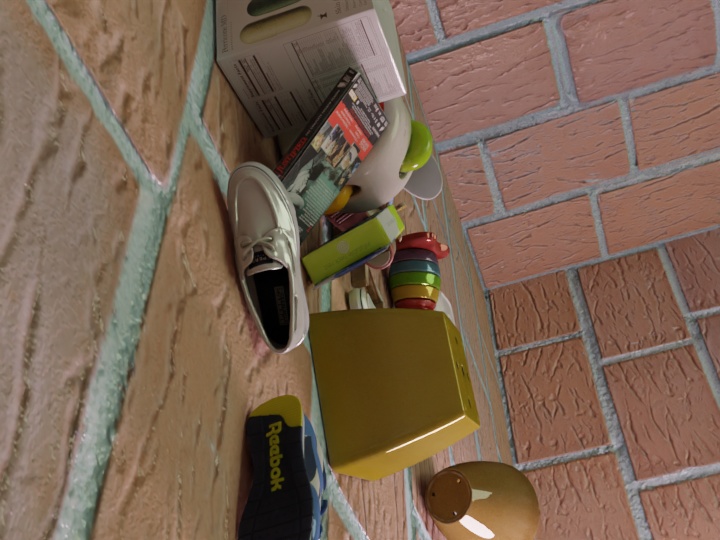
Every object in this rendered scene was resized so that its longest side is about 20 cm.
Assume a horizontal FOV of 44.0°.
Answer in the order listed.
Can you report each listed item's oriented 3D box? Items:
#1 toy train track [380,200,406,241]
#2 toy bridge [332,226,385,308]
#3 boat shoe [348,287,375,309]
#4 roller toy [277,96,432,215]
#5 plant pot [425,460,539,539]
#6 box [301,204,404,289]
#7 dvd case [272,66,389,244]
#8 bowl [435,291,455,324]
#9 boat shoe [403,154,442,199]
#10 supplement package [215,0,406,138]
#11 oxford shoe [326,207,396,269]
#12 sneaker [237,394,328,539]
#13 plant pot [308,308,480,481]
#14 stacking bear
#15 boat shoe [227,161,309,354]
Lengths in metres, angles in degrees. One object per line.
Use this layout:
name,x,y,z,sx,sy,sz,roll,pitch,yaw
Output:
toy train track,0.049,-0.115,1.376,0.116,0.032,0.200,60,-8,10
toy bridge,0.000,0.000,1.467,0.068,0.027,0.202,-93,162,-47
boat shoe,0.039,0.106,1.429,0.074,0.066,0.202,-89,160,-54
roller toy,-0.020,-0.185,1.232,0.184,0.199,0.140,55,3,25
plant pot,0.202,0.422,1.601,0.199,0.184,0.190,35,39,-52
box,-0.008,-0.036,1.242,0.048,0.121,0.200,60,12,-4
dvd case,-0.046,-0.132,1.082,0.022,0.202,0.146,34,-2,21
bowl,0.170,0.130,2.001,0.200,0.073,0.204,46,33,-65
boat shoe,0.046,-0.184,1.373,0.199,0.070,0.066,40,-3,0
supplement package,-0.062,-0.295,1.114,0.151,0.196,0.154,57,21,-55
oxford shoe,-0.011,-0.098,1.379,0.202,0.070,0.075,60,23,-12
sneaker,-0.063,0.212,0.813,0.202,0.072,0.083,-90,163,-47
plant pot,0.055,0.154,1.181,0.200,0.173,0.204,46,31,-67
stacking bear,0.110,0.044,1.739,0.121,0.112,0.204,33,54,-59
boat shoe,-0.095,-0.013,0.929,0.065,0.072,0.204,-59,133,-79
